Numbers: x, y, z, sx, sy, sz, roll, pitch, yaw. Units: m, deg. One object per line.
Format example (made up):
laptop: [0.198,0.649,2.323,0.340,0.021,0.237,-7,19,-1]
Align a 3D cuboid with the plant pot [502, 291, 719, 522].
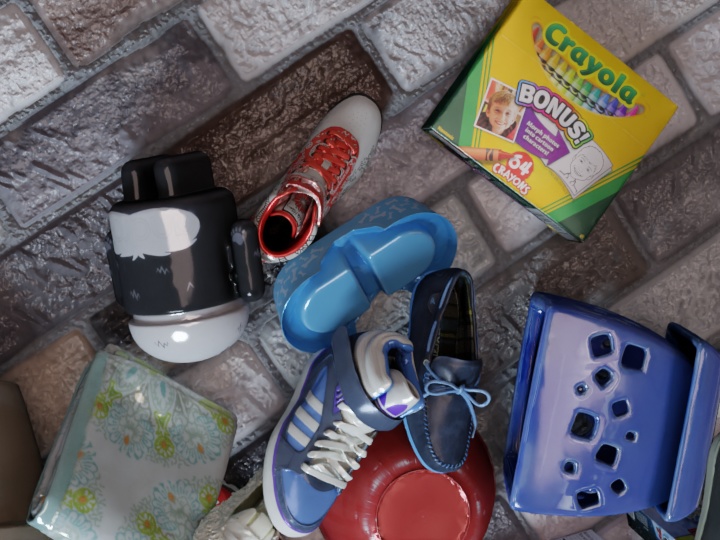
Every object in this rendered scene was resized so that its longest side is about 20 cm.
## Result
plant pot: [0.245,0.134,1.176,0.179,0.200,0.201,9,94,4]

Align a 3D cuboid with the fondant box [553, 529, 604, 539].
fondant box: [0.179,0.377,1.275,0.199,0.058,0.145,-15,97,-6]

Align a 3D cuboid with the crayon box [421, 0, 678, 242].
crayon box: [0.194,-0.157,1.233,0.200,0.058,0.173,36,89,-9]

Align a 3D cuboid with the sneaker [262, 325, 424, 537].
sneaker: [-0.009,0.147,1.121,0.080,0.146,0.201,33,59,-28]

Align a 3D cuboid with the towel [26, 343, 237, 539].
towel: [-0.209,0.187,1.143,0.171,0.048,0.200,33,49,-23]

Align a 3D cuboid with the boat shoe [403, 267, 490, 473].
boat shoe: [0.080,0.094,1.163,0.084,0.069,0.201,2,77,-32]

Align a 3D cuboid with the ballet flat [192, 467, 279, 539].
ballet flat: [-0.102,0.238,1.156,0.072,0.200,0.072,8,116,17]

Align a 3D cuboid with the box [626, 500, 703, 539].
box: [0.369,0.260,1.220,0.136,0.200,0.038,-12,99,-6]

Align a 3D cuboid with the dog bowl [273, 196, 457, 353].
dog bowl: [0.000,0.000,1.201,0.200,0.050,0.112,-33,137,-5]

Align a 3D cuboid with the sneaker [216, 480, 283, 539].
sneaker: [-0.119,0.278,1.210,0.200,0.085,0.077,37,88,-9]

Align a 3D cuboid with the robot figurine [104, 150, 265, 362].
robot figurine: [-0.173,-0.012,1.159,0.124,0.150,0.201,-11,99,-19]

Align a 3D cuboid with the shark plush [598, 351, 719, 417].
shark plush: [0.350,0.114,1.294,0.199,0.091,0.084,-1,75,12]

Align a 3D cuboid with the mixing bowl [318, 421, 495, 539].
mixing bowl: [0.053,0.237,1.221,0.199,0.108,0.201,-1,95,-7]

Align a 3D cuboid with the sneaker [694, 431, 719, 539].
sneaker: [0.349,0.245,1.060,0.075,0.106,0.201,-4,97,-7]

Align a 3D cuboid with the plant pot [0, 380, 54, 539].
plant pot: [-0.381,0.196,1.129,0.199,0.200,0.174,-4,79,-8]

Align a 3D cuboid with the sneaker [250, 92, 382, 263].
sneaker: [-0.039,-0.089,1.180,0.067,0.108,0.202,39,88,-9]
